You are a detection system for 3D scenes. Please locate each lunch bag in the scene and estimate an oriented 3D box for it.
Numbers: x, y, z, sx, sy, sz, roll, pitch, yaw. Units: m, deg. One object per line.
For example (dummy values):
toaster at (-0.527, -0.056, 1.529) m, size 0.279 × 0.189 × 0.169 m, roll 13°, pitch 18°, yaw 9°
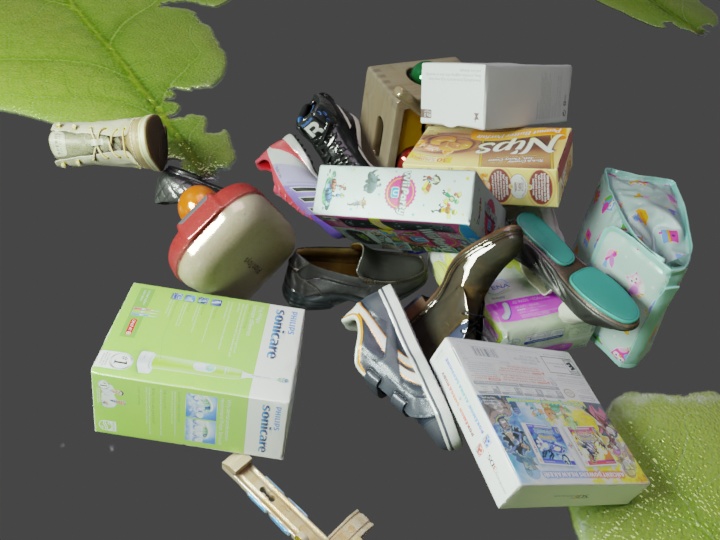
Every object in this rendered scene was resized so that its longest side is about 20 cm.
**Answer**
lunch bag at (0.340, -0.002, 0.982) m, size 0.119 × 0.173 × 0.202 m, roll 10°, pitch 40°, yaw -2°

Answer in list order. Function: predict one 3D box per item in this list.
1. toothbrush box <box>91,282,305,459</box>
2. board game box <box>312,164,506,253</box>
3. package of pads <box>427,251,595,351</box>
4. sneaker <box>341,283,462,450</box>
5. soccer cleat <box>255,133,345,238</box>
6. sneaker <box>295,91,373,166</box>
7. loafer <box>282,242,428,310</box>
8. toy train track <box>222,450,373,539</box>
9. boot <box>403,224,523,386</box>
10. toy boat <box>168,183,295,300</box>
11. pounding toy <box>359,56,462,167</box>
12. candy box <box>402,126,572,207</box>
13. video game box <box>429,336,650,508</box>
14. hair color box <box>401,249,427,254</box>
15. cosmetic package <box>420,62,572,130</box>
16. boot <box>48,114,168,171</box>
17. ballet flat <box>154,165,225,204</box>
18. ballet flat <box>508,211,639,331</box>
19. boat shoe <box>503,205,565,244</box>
toothbrush box at (-0.164, 0.103, 0.821) m, size 0.195 × 0.088 × 0.147 m, roll 8°, pitch 35°, yaw -3°
board game box at (0.062, -0.070, 0.936) m, size 0.195 × 0.147 × 0.066 m, roll 4°, pitch 79°, yaw 26°
package of pads at (0.187, 0.022, 1.002) m, size 0.151 × 0.069 × 0.202 m, roll -8°, pitch 46°, yaw -21°
sneaker at (0.043, 0.119, 0.867) m, size 0.078 × 0.079 × 0.203 m, roll -26°, pitch 61°, yaw 1°
soccer cleat at (-0.081, -0.108, 1.096) m, size 0.072 × 0.069 × 0.202 m, roll -30°, pitch 58°, yaw -5°
sneaker at (-0.042, -0.167, 1.099) m, size 0.111 × 0.073 × 0.203 m, roll 29°, pitch 34°, yaw -43°
loafer at (0.000, 0.000, 0.982) m, size 0.195 × 0.073 × 0.073 m, roll -9°, pitch 45°, yaw -22°
toy train track at (-0.061, 0.239, 0.750) m, size 0.198 × 0.033 × 0.114 m, roll 36°, pitch 48°, yaw 25°
boot at (0.131, 0.043, 0.897) m, size 0.074 × 0.200 × 0.098 m, roll 11°, pitch 42°, yaw -45°
toy boat at (-0.163, -0.047, 0.908) m, size 0.130 × 0.200 × 0.131 m, roll -44°, pitch 72°, yaw -2°
pounding toy at (0.087, -0.217, 1.129) m, size 0.180 × 0.203 × 0.143 m, roll -12°, pitch 46°, yaw -23°
candy box at (0.164, -0.136, 0.993) m, size 0.195 × 0.056 × 0.116 m, roll 6°, pitch 37°, yaw 23°
video game box at (0.190, 0.161, 0.831) m, size 0.196 × 0.047 × 0.184 m, roll 10°, pitch 37°, yaw -33°
hair color box at (0.130, -0.096, 1.118) m, size 0.196 × 0.066 × 0.110 m, roll -14°, pitch 50°, yaw -23°
cosmetic package at (0.182, -0.235, 1.035) m, size 0.111 × 0.083 × 0.197 m, roll 15°, pitch 19°, yaw 42°
boot at (-0.339, -0.170, 1.042) m, size 0.150 × 0.074 × 0.200 m, roll -1°, pitch 8°, yaw -10°
ballet flat at (-0.188, -0.082, 1.058) m, size 0.196 × 0.058 × 0.066 m, roll 25°, pitch 9°, yaw 10°
ballet flat at (0.247, 0.013, 0.924) m, size 0.067 × 0.069 × 0.201 m, roll -17°, pitch 52°, yaw -30°
boat shoe at (0.220, -0.099, 1.039) m, size 0.069 × 0.071 × 0.202 m, roll 0°, pitch 42°, yaw -19°
